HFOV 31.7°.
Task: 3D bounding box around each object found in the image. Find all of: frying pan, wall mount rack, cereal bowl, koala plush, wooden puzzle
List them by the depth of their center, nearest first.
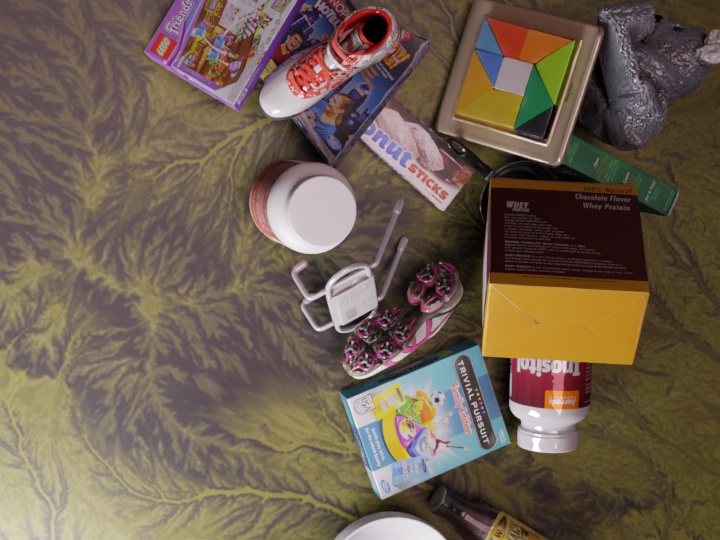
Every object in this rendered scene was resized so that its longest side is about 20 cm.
[{"bbox_3d":[0.000,0.000,1.643,0.173,0.200,0.075,-29,68,-8],"label":"wall mount rack"},{"bbox_3d":[0.201,-0.249,1.649,0.037,0.199,0.186,10,99,-60],"label":"wooden puzzle"},{"bbox_3d":[0.395,-0.269,1.700,0.199,0.177,0.185,-21,89,-25],"label":"koala plush"},{"bbox_3d":[0.182,-0.106,1.723,0.189,0.031,0.116,15,109,-16],"label":"frying pan"},{"bbox_3d":[0.034,0.421,1.729,0.199,0.083,0.202,-2,98,-15],"label":"cereal bowl"}]

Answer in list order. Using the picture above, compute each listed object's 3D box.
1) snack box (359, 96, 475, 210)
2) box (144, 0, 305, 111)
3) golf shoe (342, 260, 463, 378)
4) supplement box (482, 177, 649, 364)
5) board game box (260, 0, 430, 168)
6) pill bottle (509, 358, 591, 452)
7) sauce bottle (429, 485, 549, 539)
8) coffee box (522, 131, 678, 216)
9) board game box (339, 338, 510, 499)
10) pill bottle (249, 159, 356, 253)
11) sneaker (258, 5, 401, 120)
[{"bbox_3d":[0.059,-0.171,1.695,0.200,0.024,0.072,40,88,-16],"label":"snack box"},{"bbox_3d":[-0.161,-0.320,1.587,0.136,0.039,0.201,31,88,7],"label":"box"},{"bbox_3d":[0.063,0.081,1.694,0.200,0.073,0.092,-40,146,-11],"label":"golf shoe"},{"bbox_3d":[0.259,-0.002,1.637,0.196,0.201,0.133,3,135,3],"label":"supplement box"},{"bbox_3d":[-0.020,-0.268,1.626,0.199,0.062,0.200,-37,88,0],"label":"board game box"},{"bbox_3d":[0.262,0.143,1.742,0.112,0.113,0.202,-1,97,-15],"label":"pill bottle"},{"bbox_3d":[0.185,0.367,1.773,0.199,0.066,0.066,31,88,-17],"label":"sauce bottle"},{"bbox_3d":[0.318,-0.135,1.720,0.199,0.123,0.044,24,90,-18],"label":"coffee box"},{"bbox_3d":[0.090,0.202,1.737,0.199,0.047,0.152,-22,102,-11],"label":"board game box"},{"bbox_3d":[-0.069,-0.080,1.581,0.111,0.200,0.113,-2,97,-14],"label":"pill bottle"},{"bbox_3d":[-0.042,-0.256,1.542,0.200,0.108,0.068,-29,87,1],"label":"sneaker"}]
